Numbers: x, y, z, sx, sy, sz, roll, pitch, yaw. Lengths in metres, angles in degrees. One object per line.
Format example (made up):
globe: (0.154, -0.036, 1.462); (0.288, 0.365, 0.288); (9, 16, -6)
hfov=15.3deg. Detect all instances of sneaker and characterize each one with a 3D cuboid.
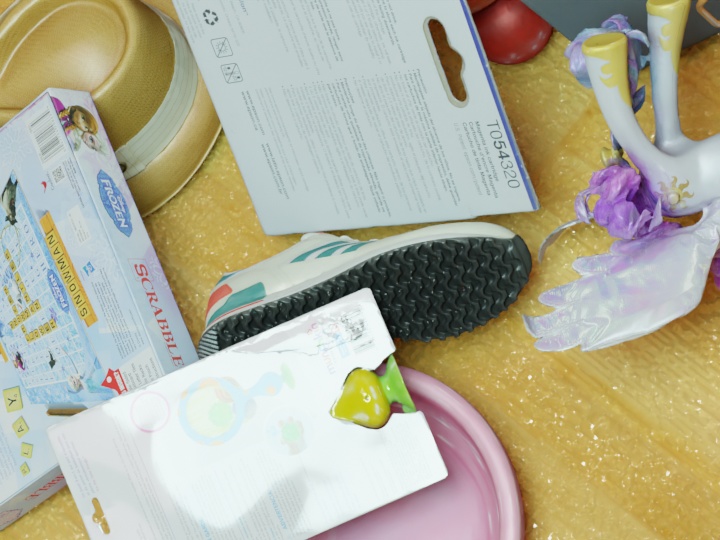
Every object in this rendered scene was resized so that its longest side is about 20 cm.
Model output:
sneaker: (0.000, 0.000, 1.552); (0.199, 0.071, 0.094); (-19, 34, 11)

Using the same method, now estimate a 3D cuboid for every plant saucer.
plant saucer: (0.002, 0.155, 1.532); (0.199, 0.051, 0.202); (-6, 72, 20)

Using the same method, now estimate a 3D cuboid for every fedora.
fedora: (-0.179, -0.119, 1.670); (0.199, 0.082, 0.202); (-7, 71, 20)

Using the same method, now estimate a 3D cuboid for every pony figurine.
pony figurine: (0.177, -0.046, 1.460); (0.192, 0.201, 0.167); (-9, 27, 11)

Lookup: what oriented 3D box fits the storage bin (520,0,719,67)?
storage bin: (0.157, -0.188, 1.508); (0.134, 0.200, 0.146); (-30, 58, 22)

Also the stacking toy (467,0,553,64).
stacking toy: (0.045, -0.198, 1.560); (0.085, 0.200, 0.086); (-29, 33, 22)

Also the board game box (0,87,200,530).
board game box: (-0.203, 0.028, 1.608); (0.199, 0.041, 0.201); (-33, 70, 31)

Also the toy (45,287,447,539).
toy: (-0.062, 0.102, 1.514); (0.199, 0.047, 0.116); (-24, 84, 5)

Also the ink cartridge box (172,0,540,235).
ink cartridge box: (-0.003, -0.119, 1.534); (0.199, 0.197, 0.043); (-4, 27, 34)
